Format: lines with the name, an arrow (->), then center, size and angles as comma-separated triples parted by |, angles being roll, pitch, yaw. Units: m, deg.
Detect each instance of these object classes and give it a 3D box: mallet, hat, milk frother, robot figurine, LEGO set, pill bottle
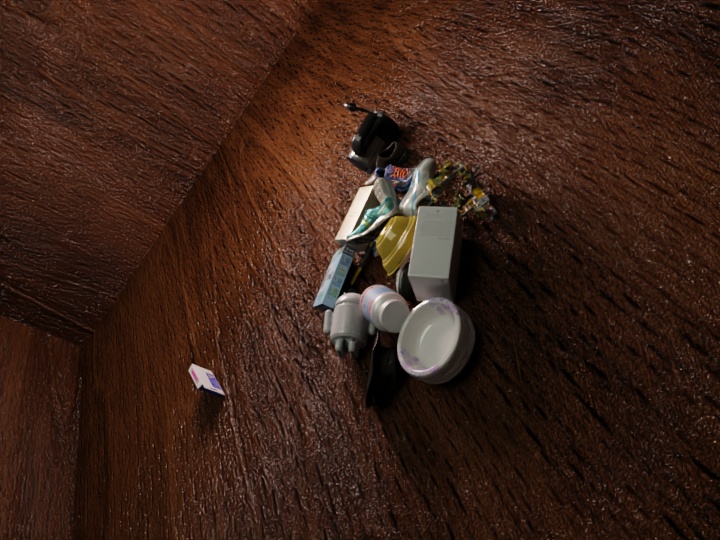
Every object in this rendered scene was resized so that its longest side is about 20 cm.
mallet -> 0.000, 0.000, 1.824 | 0.202, 0.041, 0.066 | -57, 34, 7
hat -> 0.066, 0.264, 1.513 | 0.079, 0.202, 0.205 | 8, 64, 6
milk frother -> 0.001, -0.478, 2.031 | 0.198, 0.180, 0.191 | 28, 87, 39
robot figurine -> -0.028, 0.154, 1.693 | 0.165, 0.114, 0.204 | 2, 61, 9
LEGO set -> 0.270, -0.182, 1.512 | 0.152, 0.201, 0.117 | -29, 42, 5
pill bottle -> 0.069, 0.106, 1.560 | 0.110, 0.107, 0.200 | -60, 15, -1

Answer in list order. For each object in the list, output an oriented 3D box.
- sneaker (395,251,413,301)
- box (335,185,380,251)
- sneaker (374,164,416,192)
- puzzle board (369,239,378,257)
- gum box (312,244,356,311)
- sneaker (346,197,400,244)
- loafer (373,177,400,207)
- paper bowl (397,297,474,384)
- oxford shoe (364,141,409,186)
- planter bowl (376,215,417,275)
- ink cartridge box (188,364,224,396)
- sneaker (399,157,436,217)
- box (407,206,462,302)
sneaker -> 0.166, -0.009, 1.605 | 0.086, 0.075, 0.204 | 7, 71, 47
box -> 0.005, -0.167, 1.868 | 0.094, 0.077, 0.204 | 1, 62, 57
sneaker -> 0.115, -0.304, 1.860 | 0.198, 0.078, 0.076 | -1, 54, 51
puzzle board -> 0.075, -0.159, 1.870 | 0.150, 0.017, 0.202 | -43, 39, 23
gum box -> -0.085, 0.028, 1.858 | 0.170, 0.044, 0.204 | 151, 141, -74
sneaker -> 0.035, -0.145, 1.750 | 0.198, 0.077, 0.081 | -35, 66, 23
loafer -> 0.099, -0.202, 1.795 | 0.070, 0.068, 0.204 | -47, 53, 54
paper bowl -> 0.193, 0.178, 1.407 | 0.199, 0.103, 0.205 | -31, 44, 35
oxford shoe -> 0.072, -0.360, 1.959 | 0.201, 0.084, 0.073 | -48, 38, 19
planter bowl -> 0.101, -0.093, 1.661 | 0.203, 0.082, 0.201 | -57, 6, 10
ink cartridge box -> -0.595, 0.432, 2.218 | 0.038, 0.094, 0.199 | -59, 35, -1
sneaker -> 0.193, -0.246, 1.746 | 0.080, 0.076, 0.204 | 17, 80, 38
box -> 0.198, -0.039, 1.489 | 0.104, 0.153, 0.204 | 4, 64, 17
